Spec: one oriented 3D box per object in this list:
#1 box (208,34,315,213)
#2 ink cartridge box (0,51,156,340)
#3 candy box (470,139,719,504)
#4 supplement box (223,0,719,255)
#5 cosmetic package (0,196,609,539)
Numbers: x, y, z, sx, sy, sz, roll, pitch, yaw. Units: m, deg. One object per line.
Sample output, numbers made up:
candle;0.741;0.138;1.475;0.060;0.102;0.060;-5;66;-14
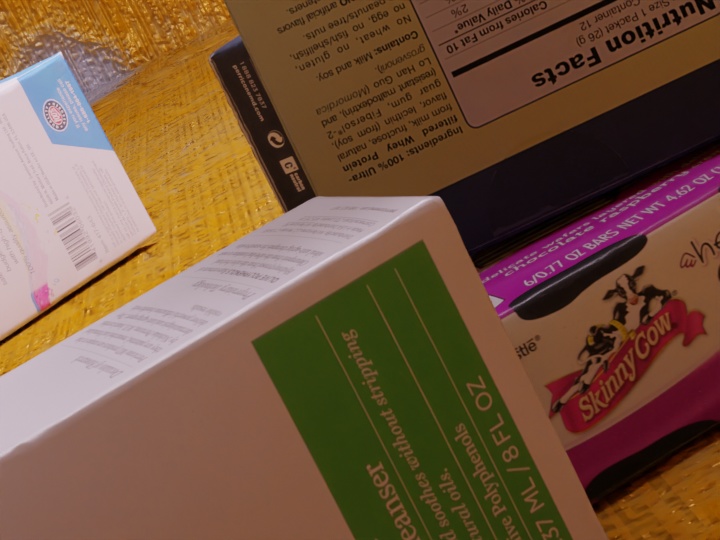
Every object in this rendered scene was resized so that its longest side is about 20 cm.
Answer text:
box;0.053;-0.117;1.147;0.200;0.107;0.148;-21;12;33
ink cartridge box;-0.250;-0.021;1.361;0.125;0.129;0.200;-15;15;48
candy box;0.063;0.004;0.689;0.136;0.061;0.200;-30;11;-13
supplement box;0.020;-0.125;0.694;0.134;0.200;0.200;-24;10;6
cosmetic package;-0.055;0.074;0.522;0.200;0.108;0.085;-32;13;-18
